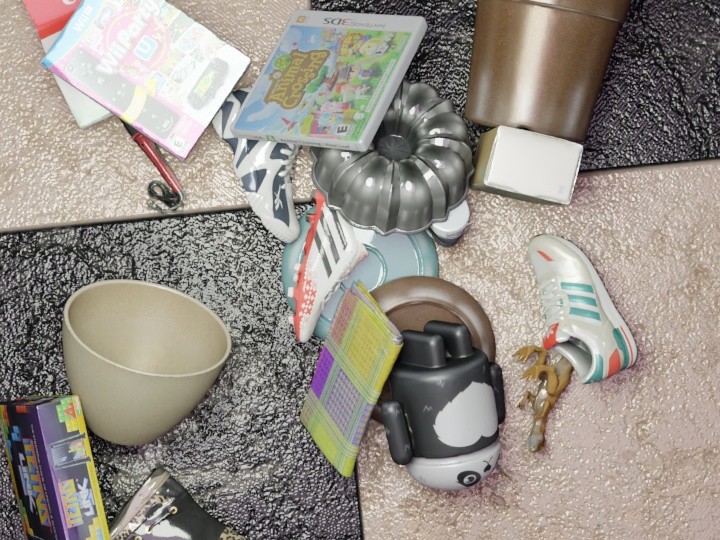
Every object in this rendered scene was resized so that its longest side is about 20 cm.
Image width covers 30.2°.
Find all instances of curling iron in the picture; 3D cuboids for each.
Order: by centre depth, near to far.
[{"bbox_3d":[-0.278,-0.157,1.657,0.050,0.026,0.200,-28,92,-3],"label":"curling iron"}]

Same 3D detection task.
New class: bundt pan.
[{"bbox_3d":[0.040,-0.147,1.577,0.202,0.076,0.202,1,66,-3],"label":"bundt pan"}]

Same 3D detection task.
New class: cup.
[{"bbox_3d":[-0.269,0.124,1.599,0.200,0.200,0.143,18,116,-2],"label":"cup"}]

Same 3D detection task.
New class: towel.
[{"bbox_3d":[-0.011,0.129,1.597,0.023,0.144,0.200,8,113,-31],"label":"towel"}]

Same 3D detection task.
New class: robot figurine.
[{"bbox_3d":[0.102,0.163,1.588,0.150,0.125,0.200,-8,101,2],"label":"robot figurine"}]

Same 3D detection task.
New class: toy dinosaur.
[{"bbox_3d":[0.246,0.130,1.673,0.106,0.060,0.200,36,85,-34],"label":"toy dinosaur"}]

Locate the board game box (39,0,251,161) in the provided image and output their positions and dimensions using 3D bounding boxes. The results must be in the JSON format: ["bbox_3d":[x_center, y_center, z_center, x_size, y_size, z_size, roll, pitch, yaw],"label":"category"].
[{"bbox_3d":[-0.251,-0.244,1.571,0.200,0.064,0.148,34,92,-7],"label":"board game box"}]

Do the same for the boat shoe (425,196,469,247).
[{"bbox_3d":[0.076,-0.120,1.646,0.072,0.068,0.200,-22,70,-13],"label":"boat shoe"}]

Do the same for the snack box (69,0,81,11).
[{"bbox_3d":[-0.326,-0.342,1.651,0.072,0.024,0.200,-36,93,-1],"label":"snack box"}]

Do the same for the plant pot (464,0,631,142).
[{"bbox_3d":[0.216,-0.263,1.593,0.200,0.200,0.199,10,100,-2],"label":"plant pot"}]

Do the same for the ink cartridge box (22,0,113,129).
[{"bbox_3d":[-0.309,-0.295,1.613,0.161,0.050,0.200,-26,100,-2],"label":"ink cartridge box"}]

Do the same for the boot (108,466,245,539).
[{"bbox_3d":[-0.252,0.363,1.654,0.151,0.073,0.200,35,85,-2],"label":"boot"}]

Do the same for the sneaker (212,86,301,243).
[{"bbox_3d":[-0.089,-0.144,1.635,0.129,0.079,0.199,-26,82,8],"label":"sneaker"}]

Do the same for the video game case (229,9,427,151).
[{"bbox_3d":[-0.037,-0.229,1.576,0.182,0.022,0.200,9,58,28],"label":"video game case"}]

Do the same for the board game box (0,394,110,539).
[{"bbox_3d":[-0.369,0.251,1.598,0.057,0.165,0.200,-13,92,-31],"label":"board game box"}]

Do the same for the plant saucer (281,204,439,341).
[{"bbox_3d":[0.000,0.000,1.669,0.200,0.027,0.200,0,91,-1],"label":"plant saucer"}]

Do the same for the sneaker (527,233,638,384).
[{"bbox_3d":[0.252,0.049,1.626,0.093,0.070,0.200,-26,80,-31],"label":"sneaker"}]

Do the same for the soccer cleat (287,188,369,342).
[{"bbox_3d":[-0.036,-0.007,1.622,0.085,0.069,0.200,12,87,2],"label":"soccer cleat"}]

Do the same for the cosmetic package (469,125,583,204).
[{"bbox_3d":[0.192,-0.122,1.582,0.105,0.200,0.071,14,92,-3],"label":"cosmetic package"}]

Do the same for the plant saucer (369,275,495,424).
[{"bbox_3d":[0.072,0.107,1.654,0.200,0.032,0.200,-1,100,-5],"label":"plant saucer"}]
